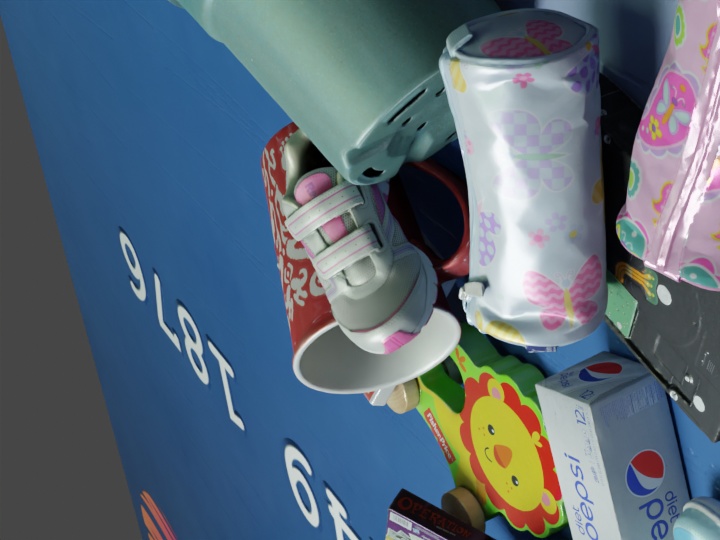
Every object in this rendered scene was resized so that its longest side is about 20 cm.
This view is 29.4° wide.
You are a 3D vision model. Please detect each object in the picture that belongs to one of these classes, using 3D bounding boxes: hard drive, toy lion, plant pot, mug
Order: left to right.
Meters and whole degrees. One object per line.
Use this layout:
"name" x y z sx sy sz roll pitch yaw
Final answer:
"plant pot" -0.005 -0.177 0.928 0.196 0.200 0.200 54 157 14
"mug" 0.011 -0.025 1.109 0.133 0.177 0.200 69 -176 -59
"toy lion" 0.108 0.128 1.129 0.200 0.069 0.192 62 152 16
"hard drive" 0.179 -0.011 0.833 0.200 0.038 0.140 52 154 35

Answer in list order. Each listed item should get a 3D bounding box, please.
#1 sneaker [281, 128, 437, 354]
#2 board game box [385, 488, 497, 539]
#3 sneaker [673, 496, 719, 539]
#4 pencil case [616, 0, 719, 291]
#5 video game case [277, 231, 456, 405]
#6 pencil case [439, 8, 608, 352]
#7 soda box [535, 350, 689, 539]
"sneaker" -0.013 -0.028 0.978 0.088 0.081 0.200 37 -157 -49
"board game box" 0.111 0.267 1.161 0.200 0.032 0.120 27 142 17
"sneaker" 0.217 0.256 0.874 0.200 0.130 0.080 69 161 -1
"pencil case" 0.181 -0.083 0.670 0.087 0.087 0.200 52 152 36
"video game case" 0.000 0.000 1.209 0.200 0.017 0.143 54 126 42
"pencil case" 0.099 -0.053 0.811 0.083 0.091 0.200 -69 -24 -56
"soda box" 0.185 0.162 0.954 0.068 0.063 0.200 18 127 62
